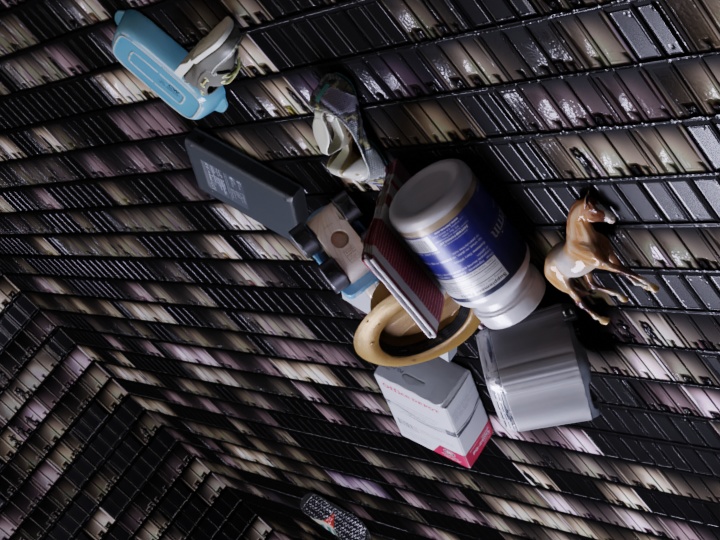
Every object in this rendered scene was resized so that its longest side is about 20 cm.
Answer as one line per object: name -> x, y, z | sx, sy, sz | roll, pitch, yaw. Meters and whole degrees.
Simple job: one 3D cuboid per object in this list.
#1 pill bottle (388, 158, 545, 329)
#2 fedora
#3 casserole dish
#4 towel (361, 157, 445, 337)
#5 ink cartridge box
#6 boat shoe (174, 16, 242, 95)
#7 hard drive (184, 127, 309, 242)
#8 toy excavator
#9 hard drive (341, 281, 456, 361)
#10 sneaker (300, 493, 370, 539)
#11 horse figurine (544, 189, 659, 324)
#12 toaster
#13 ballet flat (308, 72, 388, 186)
pill bottle -> 0.133, -0.028, 1.595 | 0.116, 0.116, 0.200 | 5, 141, 54
fedora -> 0.076, 0.050, 1.820 | 0.201, 0.200, 0.082 | 70, 178, -54
casserole dish -> -0.272, -0.278, 1.831 | 0.200, 0.039, 0.121 | 40, 159, -8
towel -> 0.063, -0.028, 1.620 | 0.023, 0.200, 0.144 | -25, 120, 30
ink cartridge box -> 0.120, 0.215, 2.143 | 0.145, 0.083, 0.200 | 24, 154, 31
boat shoe -> -0.181, -0.267, 1.670 | 0.060, 0.072, 0.202 | 41, 164, -13
hard drive -> -0.167, -0.123, 1.982 | 0.200, 0.033, 0.140 | 30, 157, 19
toy excavator -> 0.000, 0.000, 1.877 | 0.195, 0.100, 0.200 | 51, 177, 11
hard drive -> 0.056, 0.054, 2.002 | 0.200, 0.026, 0.132 | 31, 157, 19
sneaker -> -0.056, 0.617, 3.266 | 0.200, 0.070, 0.093 | 32, 176, 8
horse figurine -> 0.264, -0.005, 1.527 | 0.132, 0.050, 0.200 | 38, 158, -1
toaster -> 0.226, 0.124, 1.674 | 0.129, 0.114, 0.200 | -15, 146, 7
ballet flat -> -0.021, -0.158, 1.641 | 0.072, 0.072, 0.200 | 23, 154, 33
